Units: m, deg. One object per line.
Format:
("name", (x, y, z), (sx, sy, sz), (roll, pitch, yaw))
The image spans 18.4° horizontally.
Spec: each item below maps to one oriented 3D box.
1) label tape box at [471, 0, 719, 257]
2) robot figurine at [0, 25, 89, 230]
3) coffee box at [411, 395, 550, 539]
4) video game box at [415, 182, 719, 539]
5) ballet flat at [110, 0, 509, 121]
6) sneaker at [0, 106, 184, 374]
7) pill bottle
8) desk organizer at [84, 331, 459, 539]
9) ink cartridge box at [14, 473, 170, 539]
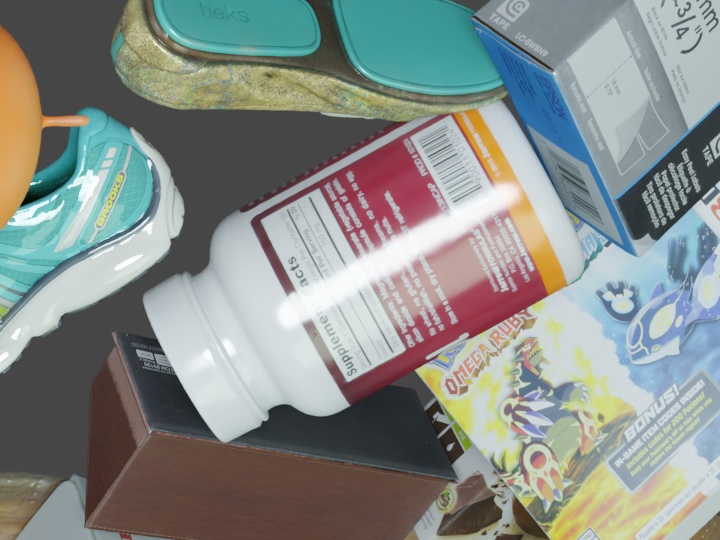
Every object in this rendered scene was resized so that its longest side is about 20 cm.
("label tape box", (0.162, -0.126, 1.056), (0.200, 0.063, 0.144), (-43, 139, -9))
("robot figurine", (-0.220, -0.064, 0.923), (0.200, 0.117, 0.144), (9, 110, -32))
("coffee box", (0.124, 0.081, 1.260), (0.113, 0.080, 0.200), (28, 114, -41))
("video game box", (0.142, 0.037, 1.155), (0.200, 0.182, 0.047), (-47, 155, 18))
("ballet flat", (-0.024, -0.099, 1.034), (0.200, 0.071, 0.071), (3, 129, -30))
("sneaker", (-0.180, -0.003, 1.047), (0.200, 0.078, 0.080), (-36, 117, 1))
("pill bottle", (0.000, 0.000, 1.097), (0.200, 0.113, 0.113), (-29, 137, 1))
("desk organizer", (-0.055, 0.100, 1.194), (0.200, 0.072, 0.077), (13, 126, -35))
("ink cartridge box", (-0.089, 0.209, 1.225), (0.200, 0.147, 0.083), (24, 117, -40))
